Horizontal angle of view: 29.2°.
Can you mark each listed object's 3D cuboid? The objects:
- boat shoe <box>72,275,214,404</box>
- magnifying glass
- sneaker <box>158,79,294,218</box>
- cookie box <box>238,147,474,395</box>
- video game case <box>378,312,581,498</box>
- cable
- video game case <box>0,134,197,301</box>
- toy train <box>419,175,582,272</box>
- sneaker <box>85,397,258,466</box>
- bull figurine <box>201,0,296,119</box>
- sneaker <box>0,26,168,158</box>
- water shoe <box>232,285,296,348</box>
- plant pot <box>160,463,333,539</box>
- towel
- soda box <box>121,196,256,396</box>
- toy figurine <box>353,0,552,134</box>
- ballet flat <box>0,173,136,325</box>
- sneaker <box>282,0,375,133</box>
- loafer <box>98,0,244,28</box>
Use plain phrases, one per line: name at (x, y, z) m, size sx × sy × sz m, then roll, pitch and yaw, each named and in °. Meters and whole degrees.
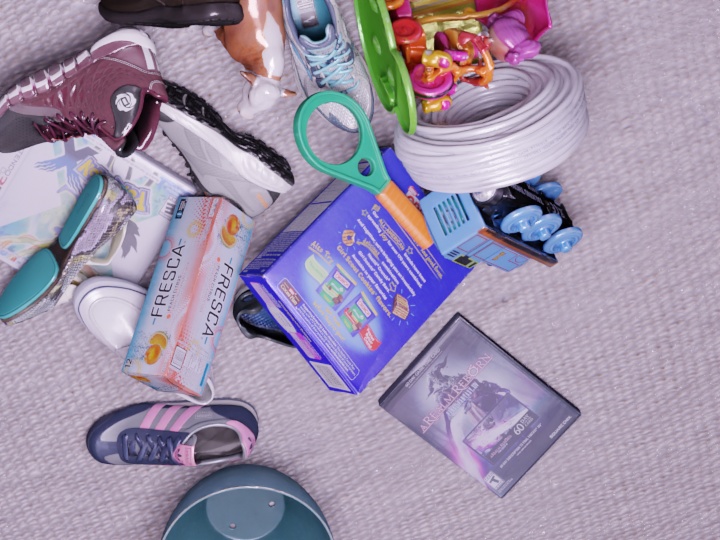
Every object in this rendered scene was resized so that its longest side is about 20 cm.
boat shoe at (-0.222, 0.076, 1.481) m, size 0.074 × 0.067 × 0.200 m, roll -47°, pitch 129°, yaw 7°
magnifying glass at (0.009, -0.100, 1.409) m, size 0.200 × 0.022 × 0.080 m, roll 46°, pitch 70°, yaw -17°
sneaker at (-0.165, -0.126, 1.440) m, size 0.199 × 0.074 × 0.079 m, roll 37°, pitch 109°, yaw -18°
cookie box at (0.000, 0.000, 1.458) m, size 0.200 × 0.075 × 0.172 m, roll -45°, pitch 111°, yaw -20°
video game case at (0.140, 0.160, 1.610) m, size 0.199 × 0.019 × 0.143 m, roll 38°, pitch 103°, yaw -18°
cable at (0.130, -0.146, 1.375) m, size 0.198 × 0.201 × 0.070 m, roll -16°, pitch 119°, yaw 10°
video game case at (-0.305, -0.066, 1.474) m, size 0.199 × 0.022 × 0.183 m, roll 31°, pitch 105°, yaw -16°
toy train at (0.151, -0.051, 1.449) m, size 0.114 × 0.087 × 0.199 m, roll -31°, pitch 155°, yaw 23°
sneaker at (-0.213, 0.190, 1.550) m, size 0.197 × 0.082 × 0.071 m, roll -10°, pitch 112°, yaw -2°
bull figurine at (-0.115, -0.255, 1.361) m, size 0.065 × 0.121 × 0.202 m, roll -13°, pitch 112°, yaw -30°
sneaker at (-0.276, -0.146, 1.364) m, size 0.199 × 0.076 × 0.116 m, roll -31°, pitch 67°, yaw 11°
water shoe at (-0.044, 0.067, 1.521) m, size 0.197 × 0.079 × 0.072 m, roll 8°, pitch 111°, yaw -9°
plant pot at (-0.130, 0.300, 1.572) m, size 0.197 × 0.135 × 0.202 m, roll -2°, pitch 112°, yaw -5°
towel at (0.085, -0.249, 1.448) m, size 0.085 × 0.018 × 0.202 m, roll -13°, pitch 113°, yaw 5°
soda box at (-0.177, 0.026, 1.434) m, size 0.063 × 0.068 × 0.202 m, roll 38°, pitch 62°, yaw -48°
toy figurine at (0.105, -0.234, 1.359) m, size 0.182 × 0.201 × 0.151 m, roll -15°, pitch 138°, yaw -7°
ballet flat at (-0.302, -0.009, 1.452) m, size 0.072 × 0.072 × 0.201 m, roll 36°, pitch 105°, yaw -17°
sneaker at (-0.042, -0.224, 1.405) m, size 0.077 × 0.086 × 0.201 m, roll -24°, pitch 112°, yaw 4°
loafer at (-0.181, -0.273, 1.336) m, size 0.073 × 0.199 × 0.072 m, roll -5°, pitch 100°, yaw -46°
